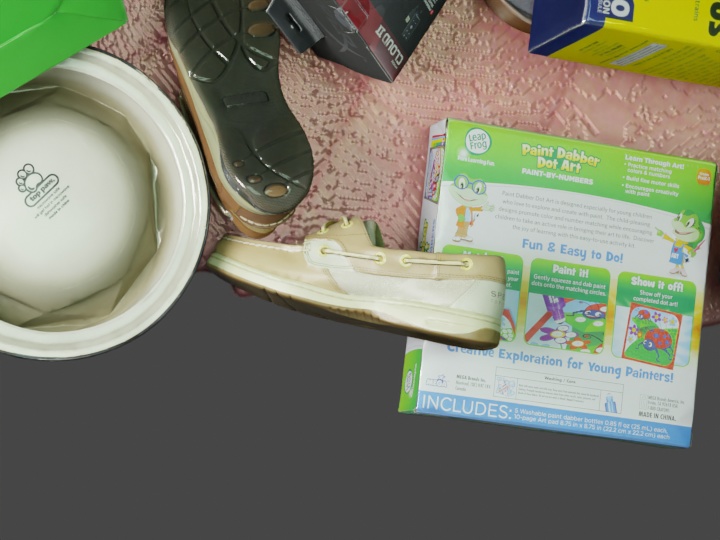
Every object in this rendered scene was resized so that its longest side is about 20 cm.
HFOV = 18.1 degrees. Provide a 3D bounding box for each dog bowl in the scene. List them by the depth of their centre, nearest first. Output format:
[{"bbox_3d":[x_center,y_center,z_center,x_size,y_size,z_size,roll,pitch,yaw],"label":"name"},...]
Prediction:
[{"bbox_3d":[-0.199,-0.041,1.435,0.199,0.074,0.201,1,85,-14],"label":"dog bowl"}]

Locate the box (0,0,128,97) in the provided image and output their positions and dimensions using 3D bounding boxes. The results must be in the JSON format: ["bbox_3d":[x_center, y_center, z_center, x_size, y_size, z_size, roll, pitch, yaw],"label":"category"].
[{"bbox_3d":[-0.275,-0.185,1.375,0.200,0.097,0.177,-33,60,-15],"label":"box"}]

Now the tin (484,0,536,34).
[{"bbox_3d":[0.173,-0.220,1.570,0.199,0.042,0.113,-2,90,-16],"label":"tin"}]

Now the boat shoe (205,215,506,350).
[{"bbox_3d":[0.000,0.000,1.463,0.199,0.074,0.067,13,82,10],"label":"boat shoe"}]

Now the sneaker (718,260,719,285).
[{"bbox_3d":[0.303,-0.035,1.577,0.079,0.130,0.199,20,39,16],"label":"sneaker"}]

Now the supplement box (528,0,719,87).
[{"bbox_3d":[0.226,-0.190,1.507,0.199,0.109,0.110,8,83,-15],"label":"supplement box"}]

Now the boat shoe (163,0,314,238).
[{"bbox_3d":[-0.087,-0.110,1.463,0.075,0.074,0.201,-5,61,-18],"label":"boat shoe"}]

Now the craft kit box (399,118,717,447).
[{"bbox_3d":[0.135,0.011,1.530,0.199,0.048,0.199,9,85,-15],"label":"craft kit box"}]

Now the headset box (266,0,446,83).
[{"bbox_3d":[0.007,-0.232,1.466,0.201,0.075,0.149,-57,142,-13],"label":"headset box"}]
